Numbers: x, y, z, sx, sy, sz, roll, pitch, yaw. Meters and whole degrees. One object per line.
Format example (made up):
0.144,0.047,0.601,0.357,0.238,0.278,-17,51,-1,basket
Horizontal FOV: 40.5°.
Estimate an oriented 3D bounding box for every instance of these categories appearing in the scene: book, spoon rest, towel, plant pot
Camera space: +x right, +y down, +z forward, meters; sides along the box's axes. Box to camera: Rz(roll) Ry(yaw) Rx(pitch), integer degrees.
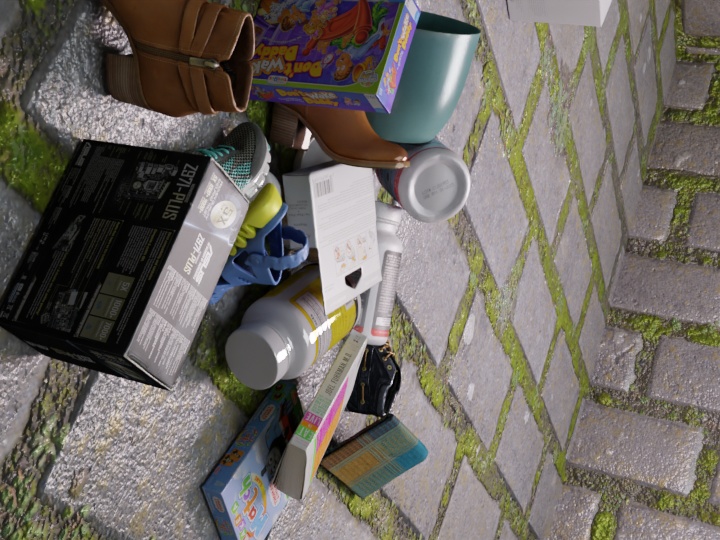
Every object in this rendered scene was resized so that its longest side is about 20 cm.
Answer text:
-0.050,0.196,1.339,0.135,0.047,0.201,106,11,-50,book
-0.033,-0.153,1.371,0.200,0.060,0.101,-35,129,-57,spoon rest
0.025,0.303,1.596,0.145,0.022,0.200,-32,145,3,towel
0.056,-0.275,1.376,0.200,0.198,0.164,-29,135,-58,plant pot

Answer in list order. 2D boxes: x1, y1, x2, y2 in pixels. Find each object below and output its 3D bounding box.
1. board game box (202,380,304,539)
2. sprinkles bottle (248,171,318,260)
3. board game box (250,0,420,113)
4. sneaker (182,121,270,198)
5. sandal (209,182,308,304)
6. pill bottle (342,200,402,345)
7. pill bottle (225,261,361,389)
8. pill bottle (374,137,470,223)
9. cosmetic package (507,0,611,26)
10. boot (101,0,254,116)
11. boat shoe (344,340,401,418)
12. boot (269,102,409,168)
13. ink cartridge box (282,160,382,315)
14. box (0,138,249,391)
-0.134,0.276,1.341,0.201,0.036,0.153,-54,144,-41,board game box
-0.099,-0.070,1.256,0.200,0.067,0.070,35,68,-63,sprinkles bottle
-0.041,-0.265,1.158,0.045,0.197,0.137,42,62,-59,board game box
-0.168,-0.108,1.099,0.202,0.076,0.092,-63,146,-34,sneaker
-0.126,-0.010,1.110,0.087,0.200,0.080,38,48,-10,sandal
0.000,0.000,1.430,0.115,0.114,0.204,11,89,-64,pill bottle
-0.089,0.073,1.280,0.200,0.109,0.113,-37,131,-54,pill bottle
0.082,-0.151,1.456,0.200,0.107,0.111,-126,-148,-64,pill bottle
0.417,-0.609,1.977,0.201,0.197,0.124,-62,149,-31,cosmetic package
-0.176,-0.246,0.921,0.076,0.153,0.204,-24,121,-58,boot
0.029,0.134,1.564,0.071,0.089,0.204,26,76,-63,boat shoe
-0.015,-0.216,1.226,0.076,0.197,0.158,-3,110,-66,boot
-0.032,-0.051,1.274,0.200,0.043,0.177,-29,117,-64,ink cartridge box
-0.221,-0.010,0.919,0.086,0.161,0.203,53,52,-56,box
